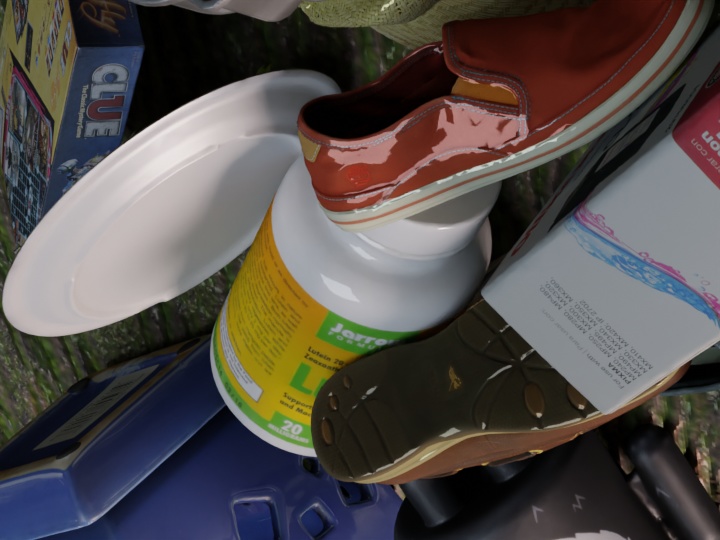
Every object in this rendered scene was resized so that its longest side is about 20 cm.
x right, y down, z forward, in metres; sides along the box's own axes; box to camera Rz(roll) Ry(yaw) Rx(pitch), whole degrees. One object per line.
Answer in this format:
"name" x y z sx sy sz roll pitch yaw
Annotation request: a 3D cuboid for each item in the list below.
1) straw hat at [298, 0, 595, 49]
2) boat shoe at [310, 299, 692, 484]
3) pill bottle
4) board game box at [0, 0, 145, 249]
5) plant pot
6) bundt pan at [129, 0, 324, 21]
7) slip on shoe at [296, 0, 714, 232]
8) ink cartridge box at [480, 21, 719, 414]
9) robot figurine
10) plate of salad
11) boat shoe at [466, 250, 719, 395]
"straw hat" 0.010 -0.151 1.055 0.201 0.085 0.201 23 139 21
"boat shoe" 0.073 0.055 1.136 0.200 0.072 0.067 -20 158 29
"pill bottle" 0.000 0.000 1.193 0.111 0.111 0.200 36 143 6
"board game box" -0.153 -0.100 1.217 0.034 0.136 0.200 -3 146 -19
"plant pot" -0.118 0.155 1.388 0.200 0.200 0.180 -19 107 49
"bundt pan" -0.038 -0.193 0.991 0.201 0.203 0.076 13 173 31
"slip on shoe" 0.061 -0.083 1.037 0.199 0.074 0.061 -24 120 17
"ink cartridge box" 0.157 -0.045 0.986 0.083 0.146 0.200 42 142 -4
"robot figurine" 0.097 0.151 1.250 0.150 0.125 0.200 -18 115 47
"plate of salad" -0.096 -0.038 1.179 0.048 0.200 0.200 54 146 18
"boat shoe" 0.118 0.029 1.162 0.200 0.062 0.073 -3 126 42
